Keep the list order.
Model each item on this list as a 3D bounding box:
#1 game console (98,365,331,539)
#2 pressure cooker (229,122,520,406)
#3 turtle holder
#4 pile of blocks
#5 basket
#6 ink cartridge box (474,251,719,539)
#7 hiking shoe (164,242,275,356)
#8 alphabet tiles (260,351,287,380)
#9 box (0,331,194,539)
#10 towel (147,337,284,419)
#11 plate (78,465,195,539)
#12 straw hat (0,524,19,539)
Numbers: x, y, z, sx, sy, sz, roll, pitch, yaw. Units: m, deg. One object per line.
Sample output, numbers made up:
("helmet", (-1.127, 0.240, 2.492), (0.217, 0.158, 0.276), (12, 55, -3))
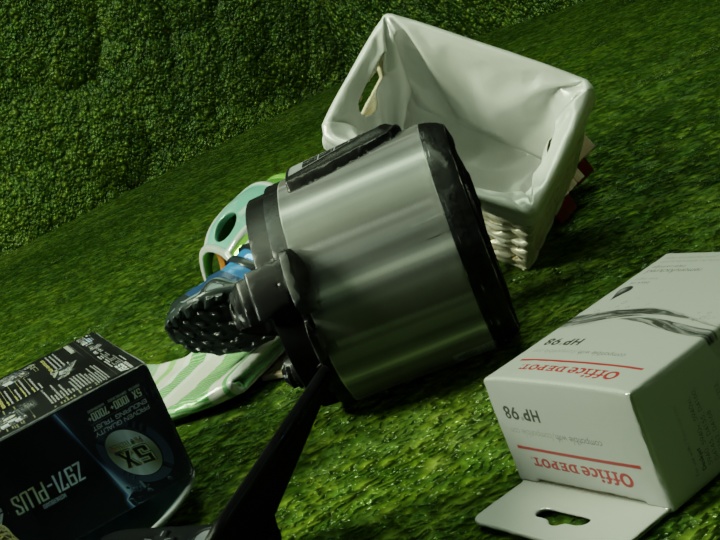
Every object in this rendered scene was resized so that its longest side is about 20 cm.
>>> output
("game console", (-0.109, 0.144, 0.669), (0.173, 0.118, 0.200), (-6, 17, 17))
("pressure cooker", (0.001, 0.003, 0.943), (0.197, 0.177, 0.180), (-22, 39, 8))
("turtle holder", (-0.068, -0.007, 1.222), (0.131, 0.143, 0.185), (-26, 46, -30))
("pile of blocks", (0.176, -0.074, 1.232), (0.082, 0.062, 0.200), (-44, -2, 33))
("basket", (0.085, -0.106, 1.097), (0.198, 0.124, 0.137), (22, 70, 17))
("ink cartridge box", (0.150, 0.061, 0.679), (0.199, 0.068, 0.115), (-30, 15, -30))
("hiking shoe", (-0.079, 0.004, 1.103), (0.198, 0.075, 0.087), (-26, 34, 16))
("alphabet tiles", (0.008, 0.049, 1.125), (0.198, 0.006, 0.166), (-13, 16, 40))
("box", (-0.226, 0.127, 0.915), (0.162, 0.087, 0.199), (-27, 13, -18))
("towel", (-0.159, 0.099, 1.159), (0.198, 0.024, 0.153), (-18, 15, 28))
("plate", (-0.199, 0.188, 0.877), (0.198, 0.026, 0.200), (-23, 12, 5))
("straw hat", (-0.225, 0.185, 0.739), (0.084, 0.205, 0.200), (13, -9, -32))
